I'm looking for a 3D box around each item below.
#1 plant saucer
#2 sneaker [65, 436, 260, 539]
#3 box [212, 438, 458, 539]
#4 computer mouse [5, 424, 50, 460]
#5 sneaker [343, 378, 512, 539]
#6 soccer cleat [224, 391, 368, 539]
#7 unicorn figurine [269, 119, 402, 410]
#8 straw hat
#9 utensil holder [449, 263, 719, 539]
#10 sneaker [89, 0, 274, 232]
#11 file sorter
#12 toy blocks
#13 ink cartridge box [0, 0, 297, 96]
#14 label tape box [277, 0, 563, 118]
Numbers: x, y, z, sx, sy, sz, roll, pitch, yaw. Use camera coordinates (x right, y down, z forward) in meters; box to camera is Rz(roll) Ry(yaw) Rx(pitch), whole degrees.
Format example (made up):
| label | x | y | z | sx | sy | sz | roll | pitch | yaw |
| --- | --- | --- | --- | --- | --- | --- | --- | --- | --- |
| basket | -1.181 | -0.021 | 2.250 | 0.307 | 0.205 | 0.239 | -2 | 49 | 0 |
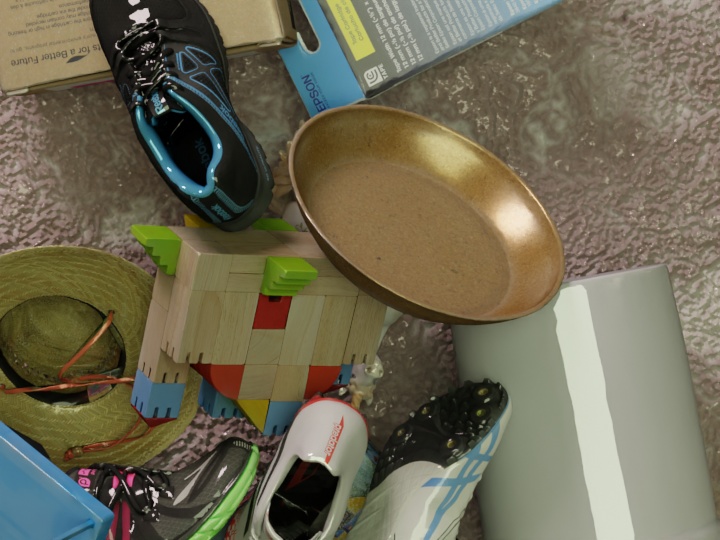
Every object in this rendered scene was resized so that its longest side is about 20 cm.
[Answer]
| label | x | y | z | sx | sy | sz | roll | pitch | yaw |
| --- | --- | --- | --- | --- | --- | --- | --- | --- | --- |
| plant saucer | 0.039 | -0.029 | 1.509 | 0.200 | 0.200 | 0.035 | 24 | 127 | -8 |
| sneaker | -0.158 | 0.162 | 1.517 | 0.200 | 0.077 | 0.084 | -29 | 101 | 5 |
| box | -0.042 | 0.214 | 1.597 | 0.200 | 0.038 | 0.137 | -40 | 96 | 11 |
| computer mouse | -0.213 | 0.153 | 1.569 | 0.200 | 0.034 | 0.059 | 29 | 114 | -26 |
| sneaker | 0.040 | 0.161 | 1.517 | 0.072 | 0.072 | 0.200 | 42 | 77 | -40 |
| soccer cleat | -0.049 | 0.171 | 1.508 | 0.069 | 0.085 | 0.200 | 25 | 121 | -2 |
| unicorn figurine | 0.000 | 0.000 | 1.607 | 0.074 | 0.137 | 0.200 | -13 | 67 | -44 |
| straw hat | -0.207 | 0.045 | 1.571 | 0.201 | 0.085 | 0.201 | -4 | 124 | -7 |
| utensil holder | 0.152 | 0.106 | 1.592 | 0.170 | 0.170 | 0.200 | -11 | 90 | -9 |
| sneaker | -0.120 | -0.122 | 1.475 | 0.073 | 0.082 | 0.200 | -33 | 74 | 11 |
| file sorter | -0.273 | 0.210 | 1.470 | 0.139 | 0.123 | 0.200 | 35 | 120 | 21 |
| toy blocks | -0.065 | 0.046 | 1.517 | 0.200 | 0.100 | 0.137 | 2 | 110 | -32 |
| ink cartridge box | -0.155 | -0.216 | 1.564 | 0.200 | 0.075 | 0.165 | -9 | 92 | 8 |
| label tape box | 0.026 | -0.211 | 1.619 | 0.200 | 0.066 | 0.143 | -26 | 94 | 5 |
